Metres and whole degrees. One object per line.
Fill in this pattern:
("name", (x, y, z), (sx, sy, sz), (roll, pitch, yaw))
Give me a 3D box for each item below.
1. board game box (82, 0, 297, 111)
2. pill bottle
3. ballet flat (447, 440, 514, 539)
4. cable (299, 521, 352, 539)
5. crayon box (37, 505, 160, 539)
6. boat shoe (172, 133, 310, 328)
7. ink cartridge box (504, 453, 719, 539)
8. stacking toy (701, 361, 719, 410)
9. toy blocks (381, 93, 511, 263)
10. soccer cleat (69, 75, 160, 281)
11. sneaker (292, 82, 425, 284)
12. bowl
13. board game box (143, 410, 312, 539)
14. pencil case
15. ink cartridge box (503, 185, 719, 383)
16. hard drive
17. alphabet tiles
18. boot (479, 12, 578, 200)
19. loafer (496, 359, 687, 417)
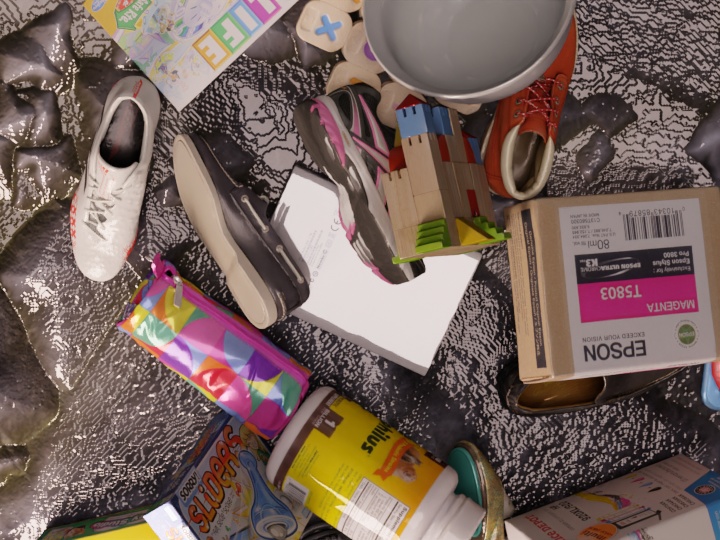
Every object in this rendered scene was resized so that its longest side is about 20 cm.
("board game box", (-0.140, -0.266, 1.655), (0.200, 0.034, 0.135), (-42, 99, 7))
("pill bottle", (0.017, 0.205, 1.691), (0.199, 0.109, 0.110), (33, 99, 8))
("ballet flat", (0.123, 0.258, 1.752), (0.070, 0.071, 0.202), (-4, 102, 0))
("cable", (-0.010, 0.330, 1.773), (0.198, 0.051, 0.165), (-3, 109, 4))
("crayon box", (-0.203, 0.322, 1.743), (0.198, 0.058, 0.174), (-14, 100, 12))
("boat shoe", (-0.113, -0.044, 1.679), (0.062, 0.073, 0.201), (-23, 80, -27))
("ink cartridge box", (0.263, 0.287, 1.693), (0.198, 0.147, 0.146), (-19, 103, -12))
("stacking toy", (0.392, 0.100, 1.652), (0.109, 0.200, 0.117), (5, 100, -2))
("toy blocks", (0.068, -0.084, 1.600), (0.099, 0.200, 0.138), (-13, 87, 20))
("soccer cleat", (-0.231, -0.083, 1.661), (0.068, 0.085, 0.202), (16, 104, -4))
("sneaker", (0.022, -0.083, 1.651), (0.086, 0.080, 0.201), (-32, 109, -22))
("bowl", (0.109, -0.227, 1.597), (0.199, 0.090, 0.203), (-8, 66, 19))
("board game box", (-0.119, 0.227, 1.668), (0.034, 0.200, 0.136), (-31, 101, 24))
("pencil case", (-0.139, 0.074, 1.696), (0.199, 0.088, 0.089), (38, 98, -10))
("ink cartridge box", (0.242, 0.012, 1.651), (0.198, 0.075, 0.167), (-5, 86, -20))
("hard drive", (0.000, 0.000, 1.714), (0.199, 0.025, 0.133), (25, 99, -5))
("alphabet tiles", (0.046, -0.236, 1.662), (0.194, 0.015, 0.202), (22, 100, -16))
("boot", (0.163, -0.161, 1.644), (0.074, 0.107, 0.202), (11, 100, -7))
("loafer", (0.232, 0.102, 1.715), (0.198, 0.072, 0.073), (-19, 100, 2))
